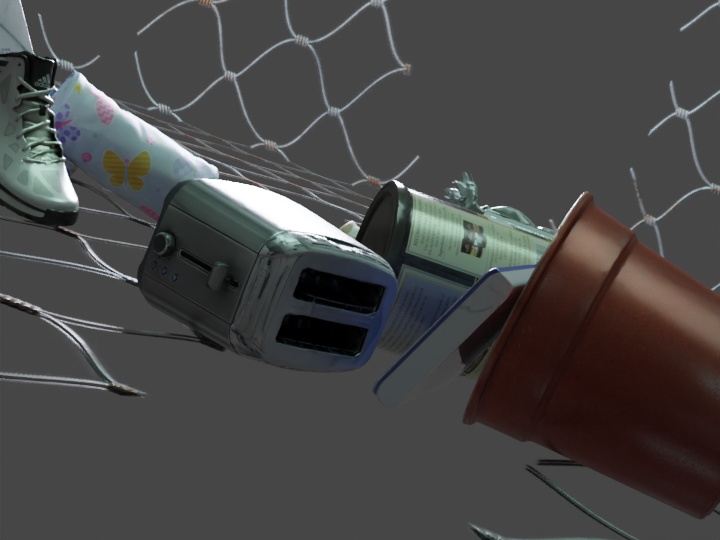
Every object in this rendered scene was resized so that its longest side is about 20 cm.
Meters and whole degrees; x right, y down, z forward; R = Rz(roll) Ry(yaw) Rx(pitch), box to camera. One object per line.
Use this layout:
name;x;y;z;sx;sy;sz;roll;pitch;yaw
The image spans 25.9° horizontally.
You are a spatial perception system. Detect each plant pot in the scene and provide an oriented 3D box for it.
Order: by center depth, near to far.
plant pot;0.208;0.076;1.187;0.194;0.202;0.201;29;8;11

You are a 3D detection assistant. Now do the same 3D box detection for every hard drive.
hard drive;0.085;0.048;1.242;0.025;0.132;0.200;47;12;10

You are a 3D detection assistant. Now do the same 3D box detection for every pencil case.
pencil case;-0.243;-0.123;1.640;0.199;0.083;0.091;34;20;-21

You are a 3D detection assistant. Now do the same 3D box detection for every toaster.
toaster;-0.062;0.009;1.199;0.129;0.115;0.199;30;9;40

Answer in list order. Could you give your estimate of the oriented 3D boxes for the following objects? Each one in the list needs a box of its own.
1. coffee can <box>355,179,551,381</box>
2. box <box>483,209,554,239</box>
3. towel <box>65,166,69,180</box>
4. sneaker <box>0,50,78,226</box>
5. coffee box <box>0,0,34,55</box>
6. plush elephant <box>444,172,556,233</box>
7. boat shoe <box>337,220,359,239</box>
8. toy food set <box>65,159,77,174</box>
coffee can;0.095;0.021;1.413;0.198;0.148;0.146;19;6;-13
box;0.191;0.034;1.639;0.198;0.045;0.161;20;50;12
towel;-0.382;-0.125;1.634;0.146;0.050;0.200;21;7;-19
sneaker;-0.310;-0.134;1.457;0.075;0.116;0.201;2;34;-45
coffee box;-0.440;-0.217;1.570;0.198;0.081;0.113;-15;-1;33
plush elephant;0.153;0.008;1.791;0.201;0.163;0.155;60;-13;28
boat shoe;0.000;0.000;1.708;0.069;0.071;0.200;47;3;8
toy food set;-0.283;-0.124;1.832;0.197;0.061;0.144;13;-1;-1
